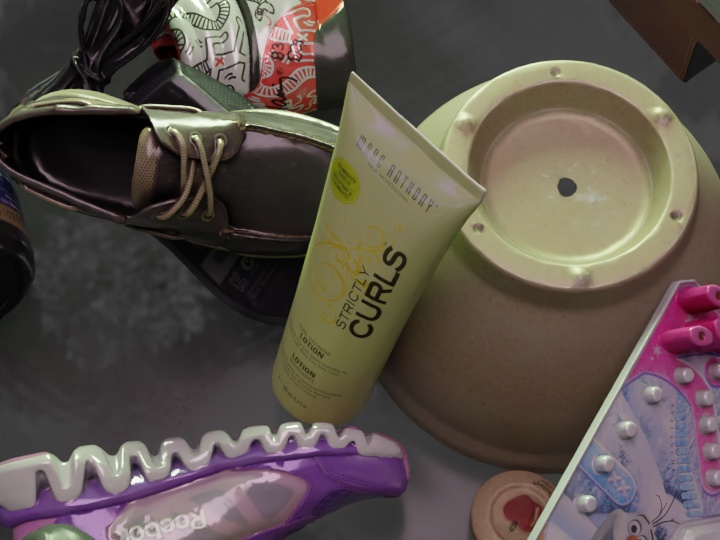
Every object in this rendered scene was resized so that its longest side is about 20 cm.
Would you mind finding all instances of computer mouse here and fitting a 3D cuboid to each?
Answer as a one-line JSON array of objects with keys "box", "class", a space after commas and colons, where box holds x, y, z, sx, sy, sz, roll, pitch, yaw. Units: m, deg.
[{"box": [-0.075, -0.056, 0.832, 0.200, 0.053, 0.139, 42, 107, 7], "class": "computer mouse"}]

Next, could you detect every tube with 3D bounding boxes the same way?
[{"box": [0.000, 0.000, 0.729, 0.058, 0.200, 0.052, 10, 53, -9], "class": "tube"}]

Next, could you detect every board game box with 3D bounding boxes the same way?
[{"box": [0.165, 0.139, 0.704, 0.200, 0.026, 0.201, 44, 63, -19], "class": "board game box"}]

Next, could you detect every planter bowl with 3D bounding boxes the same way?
[{"box": [0.095, -0.018, 0.787, 0.198, 0.135, 0.202, 0, 64, 0], "class": "planter bowl"}]

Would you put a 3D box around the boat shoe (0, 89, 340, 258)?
[{"box": [-0.086, -0.043, 0.770, 0.198, 0.073, 0.075, 6, 100, 16], "class": "boat shoe"}]

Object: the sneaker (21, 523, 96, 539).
[{"box": [-0.075, 0.156, 0.691, 0.074, 0.200, 0.085, -10, 46, 34], "class": "sneaker"}]

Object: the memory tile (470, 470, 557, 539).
[{"box": [0.107, 0.197, 0.745, 0.199, 0.017, 0.153, 34, 65, 14], "class": "memory tile"}]

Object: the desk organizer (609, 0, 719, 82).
[{"box": [0.222, -0.115, 0.862, 0.071, 0.077, 0.200, -32, 69, -14], "class": "desk organizer"}]

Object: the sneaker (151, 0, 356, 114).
[{"box": [-0.070, -0.176, 0.897, 0.107, 0.067, 0.203, -8, 68, -6], "class": "sneaker"}]

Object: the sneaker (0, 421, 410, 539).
[{"box": [-0.073, 0.121, 0.759, 0.198, 0.081, 0.089, -8, 78, -7], "class": "sneaker"}]

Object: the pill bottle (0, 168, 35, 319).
[{"box": [-0.241, -0.071, 0.825, 0.111, 0.112, 0.201, -16, 66, -7], "class": "pill bottle"}]
